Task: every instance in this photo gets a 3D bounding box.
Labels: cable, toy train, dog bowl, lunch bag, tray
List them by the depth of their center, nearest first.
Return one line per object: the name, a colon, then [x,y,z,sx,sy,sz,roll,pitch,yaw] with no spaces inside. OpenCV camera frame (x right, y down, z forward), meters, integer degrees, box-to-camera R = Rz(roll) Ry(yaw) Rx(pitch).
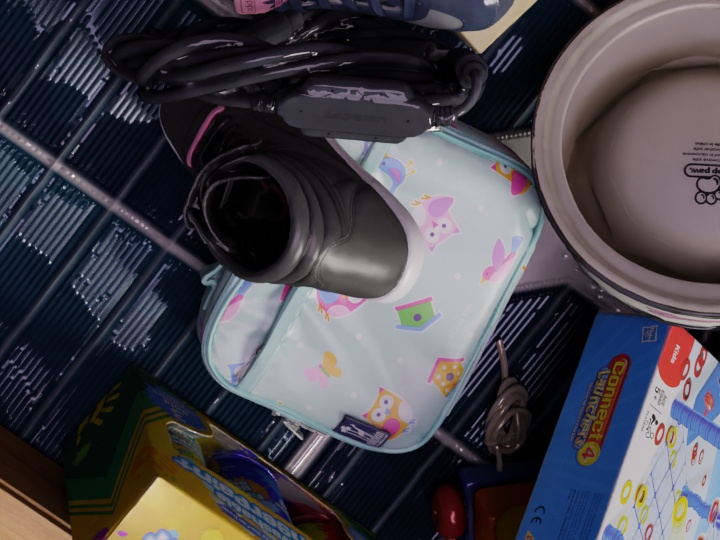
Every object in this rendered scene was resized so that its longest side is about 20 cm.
cable: [-0.033,-0.113,0.942,0.199,0.163,0.051,3,112,-1]
dog bowl: [0.193,-0.056,0.994,0.199,0.074,0.201,-2,68,5]
tray: [-0.170,0.145,1.029,0.200,0.099,0.037,39,95,-20]
lunch bag: [0.000,0.000,1.030,0.160,0.077,0.201,24,100,-19]
toy train: [0.095,0.154,1.080,0.084,0.116,0.201,-6,109,-10]

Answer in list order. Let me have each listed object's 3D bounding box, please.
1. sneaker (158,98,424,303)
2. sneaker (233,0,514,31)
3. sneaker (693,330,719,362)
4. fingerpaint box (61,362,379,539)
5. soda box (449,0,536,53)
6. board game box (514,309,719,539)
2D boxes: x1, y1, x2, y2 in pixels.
sneaker: [-0.062,-0.054,0.931,0.099,0.200,0.071,10,114,-51]
sneaker: [-0.022,-0.151,0.929,0.199,0.082,0.070,19,142,19]
sneaker: [0.233,-0.008,1.082,0.078,0.075,0.201,0,106,-9]
fingerpaint box: [-0.065,0.159,1.021,0.200,0.167,0.073,38,97,-20]
soda box: [0.018,-0.214,0.972,0.068,0.064,0.200,-43,112,4]
board game box: [0.177,0.157,1.052,0.196,0.056,0.201,38,66,-40]
